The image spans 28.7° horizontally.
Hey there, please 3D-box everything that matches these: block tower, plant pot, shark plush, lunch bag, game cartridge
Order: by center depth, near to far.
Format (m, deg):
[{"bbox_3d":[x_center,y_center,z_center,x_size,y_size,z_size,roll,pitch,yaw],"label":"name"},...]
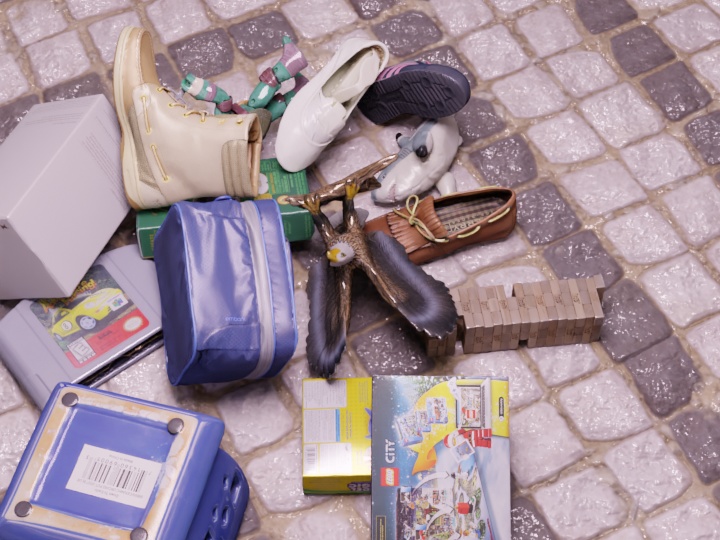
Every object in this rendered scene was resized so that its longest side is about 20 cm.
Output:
[{"bbox_3d":[-0.227,0.227,1.325,0.199,0.180,0.201,13,55,9],"label":"plant pot"},{"bbox_3d":[-0.136,0.016,1.478,0.132,0.136,0.201,-1,71,-22],"label":"lunch bag"},{"bbox_3d":[0.168,0.050,1.526,0.199,0.054,0.058,-7,56,-4],"label":"block tower"},{"bbox_3d":[-0.295,0.056,1.534,0.200,0.041,0.133,-34,57,-22],"label":"game cartridge"},{"bbox_3d":[0.070,-0.163,1.673,0.083,0.091,0.201,-9,54,31],"label":"shark plush"}]

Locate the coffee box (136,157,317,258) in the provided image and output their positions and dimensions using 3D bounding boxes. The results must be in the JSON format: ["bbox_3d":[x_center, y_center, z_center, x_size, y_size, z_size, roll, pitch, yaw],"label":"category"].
[{"bbox_3d":[-0.156,-0.074,1.603,0.199,0.044,0.123,-7,37,-6],"label":"coffee box"}]

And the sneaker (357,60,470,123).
[{"bbox_3d":[0.073,-0.225,1.658,0.082,0.070,0.200,-41,26,-26],"label":"sneaker"}]

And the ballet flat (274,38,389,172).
[{"bbox_3d":[-0.030,-0.198,1.625,0.069,0.070,0.200,25,62,17],"label":"ballet flat"}]

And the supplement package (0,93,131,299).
[{"bbox_3d":[-0.342,-0.081,1.548,0.119,0.122,0.200,-3,43,35],"label":"supplement package"}]

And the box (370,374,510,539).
[{"bbox_3d":[0.078,0.204,1.377,0.136,0.038,0.201,1,80,0],"label":"box"}]

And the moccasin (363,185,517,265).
[{"bbox_3d":[0.081,-0.051,1.582,0.200,0.078,0.074,-10,58,-4],"label":"moccasin"}]

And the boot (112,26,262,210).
[{"bbox_3d":[-0.186,-0.171,1.530,0.154,0.073,0.201,-4,92,15],"label":"boot"}]

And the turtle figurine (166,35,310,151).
[{"bbox_3d":[-0.145,-0.180,1.637,0.200,0.150,0.101,-35,75,-11],"label":"turtle figurine"}]

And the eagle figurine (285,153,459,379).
[{"bbox_3d":[-0.004,0.001,1.484,0.150,0.151,0.201,-18,85,-42],"label":"eagle figurine"}]

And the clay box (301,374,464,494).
[{"bbox_3d":[0.039,0.168,1.446,0.199,0.048,0.115,0,56,-1],"label":"clay box"}]
